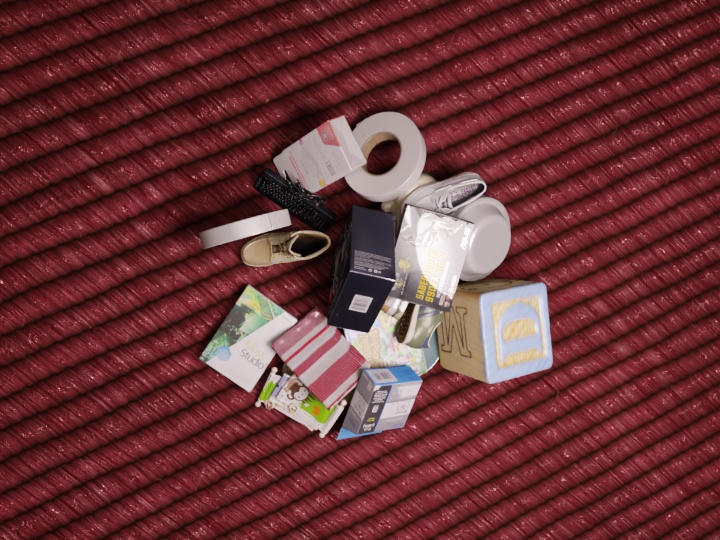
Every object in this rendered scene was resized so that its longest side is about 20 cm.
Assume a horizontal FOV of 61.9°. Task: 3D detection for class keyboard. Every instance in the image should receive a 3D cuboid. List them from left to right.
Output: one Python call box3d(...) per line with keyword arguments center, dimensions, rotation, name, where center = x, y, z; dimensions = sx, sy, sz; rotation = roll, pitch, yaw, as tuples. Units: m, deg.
box3d(center=(-0.150, -0.155, 1.359), dimensions=(0.198, 0.104, 0.040), rotation=(32, 46, -11), name="keyboard")

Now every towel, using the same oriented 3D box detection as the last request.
box3d(center=(-0.087, 0.195, 1.356), dimensions=(0.143, 0.023, 0.200), rotation=(-39, 72, -23), name="towel")

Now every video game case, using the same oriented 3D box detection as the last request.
box3d(center=(0.055, 0.165, 1.416), dimensions=(0.178, 0.022, 0.205), rotation=(-13, 96, -10), name="video game case")

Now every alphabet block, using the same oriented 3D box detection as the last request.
box3d(center=(0.304, 0.132, 1.394), dimensions=(0.191, 0.199, 0.202), rotation=(-7, 95, -25), name="alphabet block")

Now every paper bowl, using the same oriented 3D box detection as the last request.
box3d(center=(0.272, -0.074, 1.407), dimensions=(0.197, 0.104, 0.205), rotation=(-13, 116, -28), name="paper bowl")

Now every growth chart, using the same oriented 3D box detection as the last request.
box3d(center=(-0.137, 0.298, 1.373), dimensions=(0.197, 0.018, 0.147), rotation=(26, 118, 5), name="growth chart")

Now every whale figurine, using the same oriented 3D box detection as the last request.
box3d(center=(0.114, -0.138, 1.424), dimensions=(0.156, 0.104, 0.203), rotation=(14, 113, -19), name="whale figurine")

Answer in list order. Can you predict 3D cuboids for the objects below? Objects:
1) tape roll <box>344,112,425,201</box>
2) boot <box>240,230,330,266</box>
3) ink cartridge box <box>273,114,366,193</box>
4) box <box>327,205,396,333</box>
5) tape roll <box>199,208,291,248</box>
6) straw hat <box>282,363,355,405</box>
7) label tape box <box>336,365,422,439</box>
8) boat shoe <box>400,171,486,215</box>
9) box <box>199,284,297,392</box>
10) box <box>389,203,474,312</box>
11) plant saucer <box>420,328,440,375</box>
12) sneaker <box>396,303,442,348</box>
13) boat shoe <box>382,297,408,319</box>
box3d(center=(0.051, -0.259, 1.361), dimensions=(0.198, 0.037, 0.208), rotation=(-8, 72, 24), name="tape roll")
box3d(center=(-0.168, -0.050, 1.331), dimensions=(0.195, 0.155, 0.074), rotation=(-10, 95, -10), name="boot")
box3d(center=(-0.096, -0.247, 1.348), dimensions=(0.067, 0.198, 0.118), rotation=(-35, 101, -49), name="ink cartridge box")
box3d(center=(0.000, 0.000, 1.312), dimensions=(0.102, 0.202, 0.185), rotation=(12, 49, -11), name="box")
box3d(center=(-0.247, -0.090, 1.291), dimensions=(0.198, 0.203, 0.038), rotation=(-16, 96, -9), name="tape roll")
box3d(center=(-0.083, 0.254, 1.401), dimensions=(0.196, 0.085, 0.207), rotation=(-1, 94, -11), name="straw hat")
box3d(center=(0.044, 0.322, 1.378), dimensions=(0.142, 0.063, 0.204), rotation=(2, 118, -37), name="label tape box")
box3d(center=(0.187, -0.158, 1.334), dimensions=(0.196, 0.069, 0.073), rotation=(-18, 114, -7), name="boat shoe")
box3d(center=(-0.257, 0.156, 1.387), dimensions=(0.143, 0.036, 0.202), rotation=(34, 85, -11), name="box")
box3d(center=(0.146, -0.028, 1.308), dimensions=(0.155, 0.048, 0.204), rotation=(15, 101, -5), name="box")
box3d(center=(0.106, 0.158, 1.457), dimensions=(0.196, 0.039, 0.206), rotation=(-1, 94, -11), name="plant saucer")
box3d(center=(0.156, 0.087, 1.397), dimensions=(0.089, 0.067, 0.204), rotation=(24, 83, -25), name="sneaker")
box3d(center=(0.100, 0.007, 1.380), dimensions=(0.067, 0.075, 0.203), rotation=(26, 77, -7), name="boat shoe")
